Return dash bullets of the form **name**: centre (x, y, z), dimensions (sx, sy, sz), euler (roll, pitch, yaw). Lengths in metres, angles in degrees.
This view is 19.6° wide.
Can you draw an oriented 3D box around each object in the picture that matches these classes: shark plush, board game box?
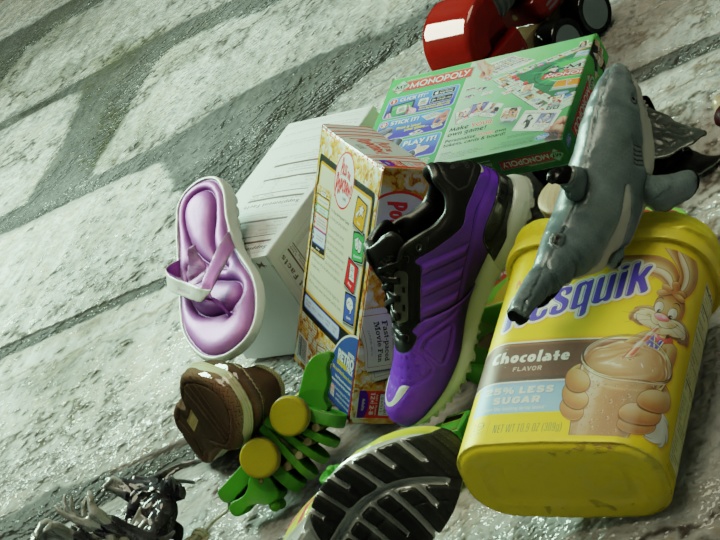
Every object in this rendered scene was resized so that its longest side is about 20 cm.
- **shark plush**: centre (0.135, -0.044, 1.364), dimensions (0.091, 0.083, 0.200), euler (19, 56, 41)
- **board game box**: centre (0.000, 0.000, 1.618), dimensions (0.046, 0.200, 0.151), euler (2, 16, -20)
- **board game box**: centre (0.099, -0.125, 1.732), dimensions (0.200, 0.029, 0.135), euler (-10, 39, 32)

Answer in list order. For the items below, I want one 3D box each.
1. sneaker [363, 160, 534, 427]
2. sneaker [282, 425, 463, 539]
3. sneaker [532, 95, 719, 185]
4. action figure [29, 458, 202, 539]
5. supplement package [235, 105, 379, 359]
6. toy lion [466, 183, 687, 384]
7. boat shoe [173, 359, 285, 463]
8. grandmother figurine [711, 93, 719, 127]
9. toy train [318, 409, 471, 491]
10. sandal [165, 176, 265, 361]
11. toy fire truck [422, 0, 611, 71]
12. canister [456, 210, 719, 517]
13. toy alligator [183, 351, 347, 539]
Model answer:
- **sneaker**: centre (0.041, 0.011, 1.489), dimensions (0.200, 0.099, 0.070), euler (-68, 23, 8)
- **sneaker**: centre (-0.001, 0.163, 1.412), dimensions (0.200, 0.078, 0.090), euler (-44, 7, 27)
- **sneaker**: centre (0.201, -0.103, 1.698), dimensions (0.104, 0.060, 0.200), euler (-38, 30, -4)
- **action figure**: centre (-0.197, 0.210, 1.574), dimensions (0.200, 0.102, 0.119), euler (-61, 3, -37)
- **supplement package**: centre (-0.044, -0.033, 1.812), dimensions (0.109, 0.114, 0.200), euler (-9, 35, 43)
- **toy lion**: centre (0.158, 0.019, 1.537), dimensions (0.200, 0.069, 0.192), euler (-37, 32, -3)
- **boat shoe**: centre (-0.097, 0.096, 1.633), dimensions (0.075, 0.075, 0.202), euler (-32, -1, -17)
- **grandmother figurine**: centre (0.322, -0.140, 1.608), dimensions (0.121, 0.061, 0.200), euler (-26, 22, 40)
- **toy train**: centre (0.056, 0.129, 1.484), dimensions (0.200, 0.042, 0.056), euler (-19, 19, 31)
- **sandal**: centre (-0.130, -0.004, 1.703), dimensions (0.082, 0.050, 0.203), euler (-39, 40, 19)
- **toy fire truck**: centre (0.127, -0.260, 1.899), dimensions (0.129, 0.200, 0.176), euler (-4, 38, 50)
- **canister**: centre (0.153, 0.062, 1.376), dimensions (0.148, 0.087, 0.200), euler (-3, 45, 25)
- **toy alligator**: centre (-0.064, 0.153, 1.575), dimensions (0.200, 0.054, 0.059), euler (-55, -12, 9)
